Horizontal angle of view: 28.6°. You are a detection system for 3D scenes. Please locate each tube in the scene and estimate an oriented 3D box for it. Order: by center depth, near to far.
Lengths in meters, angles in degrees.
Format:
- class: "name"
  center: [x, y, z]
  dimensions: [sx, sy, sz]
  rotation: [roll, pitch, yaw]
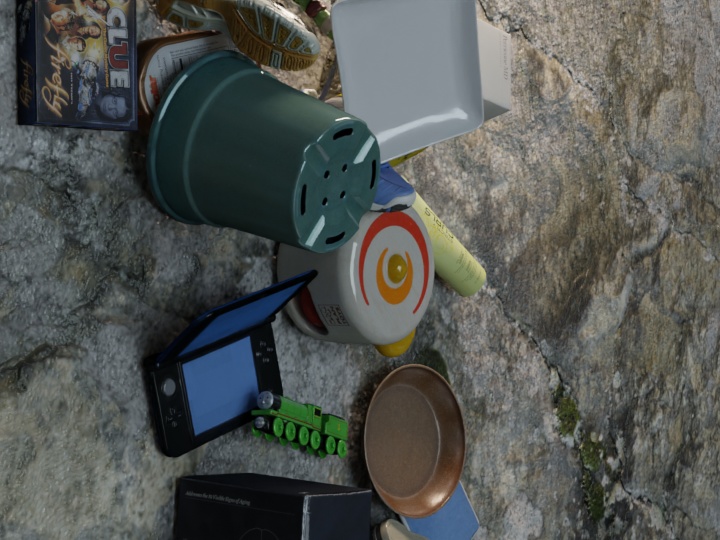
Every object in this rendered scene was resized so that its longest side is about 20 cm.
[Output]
- class: "tube"
  center: [0.099, -0.038, 1.925]
  dimensions: [0.200, 0.052, 0.058]
  rotation: [44, 18, -35]

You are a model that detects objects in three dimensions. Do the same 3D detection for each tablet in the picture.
- class: "tablet"
  center: [0.100, 0.325, 1.953]
  dimensions: [0.130, 0.014, 0.202]
  rotation: [-47, 124, -38]

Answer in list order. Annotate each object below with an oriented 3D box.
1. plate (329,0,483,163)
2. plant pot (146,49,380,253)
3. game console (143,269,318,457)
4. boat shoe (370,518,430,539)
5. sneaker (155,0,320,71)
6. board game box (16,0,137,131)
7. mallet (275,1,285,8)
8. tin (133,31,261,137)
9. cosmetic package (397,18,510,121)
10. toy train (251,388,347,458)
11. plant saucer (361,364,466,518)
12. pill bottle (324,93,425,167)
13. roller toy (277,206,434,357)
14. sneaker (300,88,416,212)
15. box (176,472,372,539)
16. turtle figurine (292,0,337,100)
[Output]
- class: "plate"
  center: [0.052, -0.236, 1.628]
  dimensions: [0.198, 0.032, 0.203]
  rotation: [-22, 119, -27]
- class: "plant pot"
  center: [-0.095, -0.119, 1.539]
  dimensions: [0.199, 0.194, 0.203]
  rotation: [-31, 131, -43]
- class: "game console"
  center: [-0.134, 0.104, 1.594]
  dimensions: [0.199, 0.117, 0.173]
  rotation: [-22, 106, -47]
- class: "boat shoe"
  center: [0.063, 0.394, 1.885]
  dimensions: [0.200, 0.062, 0.073]
  rotation: [44, 24, -43]
- class: "sneaker"
  center: [-0.125, -0.294, 1.560]
  dimensions: [0.088, 0.198, 0.076]
  rotation: [-58, 172, -45]
- class: "board game box"
  center: [-0.293, -0.250, 1.465]
  dimensions: [0.135, 0.034, 0.203]
  rotation: [-3, 92, -50]
- class: "mallet"
  center: [-0.122, -0.359, 1.598]
  dimensions: [0.041, 0.065, 0.202]
  rotation: [-44, 143, -41]
- class: "tin"
  center: [-0.186, -0.214, 1.592]
  dimensions: [0.199, 0.041, 0.114]
  rotation: [-23, 104, -47]
- class: "cosmetic package"
  center: [0.093, -0.264, 1.742]
  dimensions: [0.198, 0.081, 0.115]
  rotation: [15, 67, -37]
- class: "toy train"
  center: [-0.071, 0.187, 1.706]
  dimensions: [0.200, 0.041, 0.057]
  rotation: [31, 58, -58]
- class: "plant saucer"
  center: [0.064, 0.227, 1.879]
  dimensions: [0.199, 0.036, 0.204]
  rotation: [6, 81, -44]
- class: "pill bottle"
  center: [0.033, -0.190, 1.794]
  dimensions: [0.199, 0.110, 0.113]
  rotation: [-32, 114, -45]
- class: "roller toy"
  center: [0.000, 0.000, 1.734]
  dimensions: [0.181, 0.138, 0.203]
  rotation: [12, 82, -49]
- class: "sneaker"
  center: [-0.017, -0.139, 1.669]
  dimensions: [0.076, 0.199, 0.078]
  rotation: [-36, 156, -55]
- class: "box"
  center: [-0.101, 0.336, 1.573]
  dimensions: [0.123, 0.198, 0.200]
  rotation: [4, 88, -51]
- class: "turtle figurine"
  center: [-0.013, -0.344, 1.676]
  dimensions: [0.201, 0.192, 0.145]
  rotation: [54, 40, -26]
